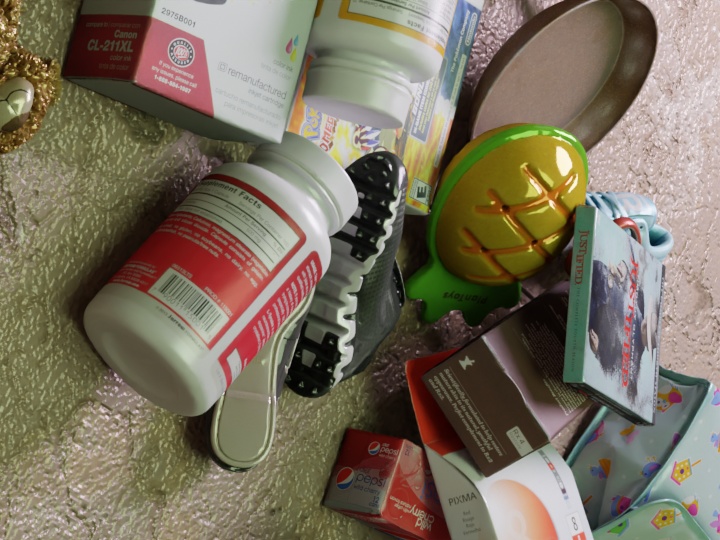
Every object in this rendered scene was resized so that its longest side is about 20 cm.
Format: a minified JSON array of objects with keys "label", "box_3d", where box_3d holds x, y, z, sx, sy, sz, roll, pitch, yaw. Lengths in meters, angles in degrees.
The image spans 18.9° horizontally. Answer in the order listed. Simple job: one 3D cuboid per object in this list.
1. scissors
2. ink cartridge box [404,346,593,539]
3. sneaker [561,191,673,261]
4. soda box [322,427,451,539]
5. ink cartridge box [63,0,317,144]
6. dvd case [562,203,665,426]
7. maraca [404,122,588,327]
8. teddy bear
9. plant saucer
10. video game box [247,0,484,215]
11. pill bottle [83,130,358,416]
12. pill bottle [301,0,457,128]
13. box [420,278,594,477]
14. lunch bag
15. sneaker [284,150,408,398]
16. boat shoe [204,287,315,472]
[{"label":"scissors","box_3d":[0.220,0.025,1.906,0.073,0.014,0.200,-30,143,-9]},{"label":"ink cartridge box","box_3d":[0.117,0.156,1.771,0.162,0.050,0.200,-10,85,-59]},{"label":"sneaker","box_3d":[0.210,-0.048,1.887,0.082,0.074,0.200,-39,149,15]},{"label":"soda box","box_3d":[0.060,0.195,1.786,0.200,0.063,0.070,31,73,-46]},{"label":"ink cartridge box","box_3d":[-0.107,-0.206,1.519,0.146,0.083,0.200,20,81,-43]},{"label":"dvd case","box_3d":[0.212,0.041,1.789,0.200,0.022,0.146,33,60,-63]},{"label":"maraca","box_3d":[0.111,-0.035,1.762,0.137,0.107,0.200,8,123,-29]},{"label":"teddy bear","box_3d":[-0.262,-0.154,1.372,0.145,0.067,0.200,-35,120,-37]},{"label":"plant saucer","box_3d":[0.162,-0.156,1.808,0.200,0.034,0.200,-30,148,-21]},{"label":"video game box","box_3d":[0.009,-0.164,1.688,0.182,0.047,0.200,22,79,-45]},{"label":"pill bottle","box_3d":[-0.094,-0.003,1.537,0.200,0.112,0.112,-49,129,-24]},{"label":"pill bottle","box_3d":[0.018,-0.210,1.580,0.109,0.109,0.200,22,80,-47]},{"label":"box","box_3d":[0.138,0.086,1.780,0.100,0.075,0.200,57,27,3]},{"label":"lunch bag","box_3d":[0.272,0.206,1.983,0.200,0.122,0.170,-57,135,-14]},{"label":"sneaker","box_3d":[0.000,0.000,1.677,0.090,0.066,0.200,-6,117,-57]},{"label":"boat shoe","box_3d":[-0.080,0.053,1.625,0.067,0.057,0.200,15,79,-12]}]
